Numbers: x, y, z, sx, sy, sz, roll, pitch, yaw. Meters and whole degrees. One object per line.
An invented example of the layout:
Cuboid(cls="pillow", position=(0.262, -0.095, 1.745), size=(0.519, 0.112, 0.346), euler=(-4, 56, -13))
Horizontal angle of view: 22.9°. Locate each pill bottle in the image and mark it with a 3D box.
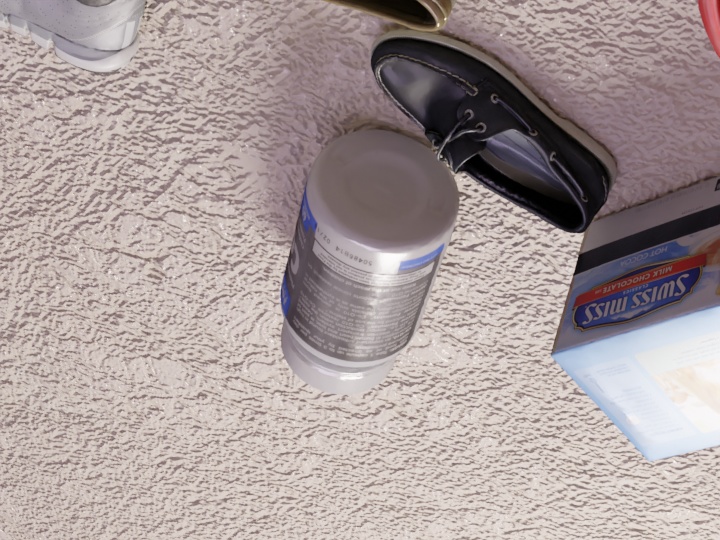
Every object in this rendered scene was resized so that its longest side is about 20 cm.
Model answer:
Cuboid(cls="pill bottle", position=(0.000, 0.000, 1.336), size=(0.113, 0.114, 0.201), euler=(20, 141, 2))

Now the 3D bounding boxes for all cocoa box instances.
Cuboid(cls="cocoa box", position=(0.255, 0.028, 1.231), size=(0.199, 0.132, 0.133), euler=(-20, 126, 40))

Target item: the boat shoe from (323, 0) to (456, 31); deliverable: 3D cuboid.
Cuboid(cls="boat shoe", position=(-0.031, -0.205, 1.153), size=(0.199, 0.064, 0.074), euler=(18, 141, 5))

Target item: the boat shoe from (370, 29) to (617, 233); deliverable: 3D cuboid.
Cuboid(cls="boat shoe", position=(0.086, -0.090, 1.228), size=(0.199, 0.066, 0.074), euler=(35, 140, -16))

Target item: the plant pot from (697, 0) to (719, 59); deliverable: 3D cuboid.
Cuboid(cls="plant pot", position=(0.284, -0.193, 0.919), size=(0.198, 0.184, 0.202), euler=(13, 141, 11))

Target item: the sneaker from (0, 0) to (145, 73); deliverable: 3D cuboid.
Cuboid(cls="sneaker", position=(-0.237, -0.222, 1.237), size=(0.198, 0.076, 0.116), euler=(19, 138, -12))
